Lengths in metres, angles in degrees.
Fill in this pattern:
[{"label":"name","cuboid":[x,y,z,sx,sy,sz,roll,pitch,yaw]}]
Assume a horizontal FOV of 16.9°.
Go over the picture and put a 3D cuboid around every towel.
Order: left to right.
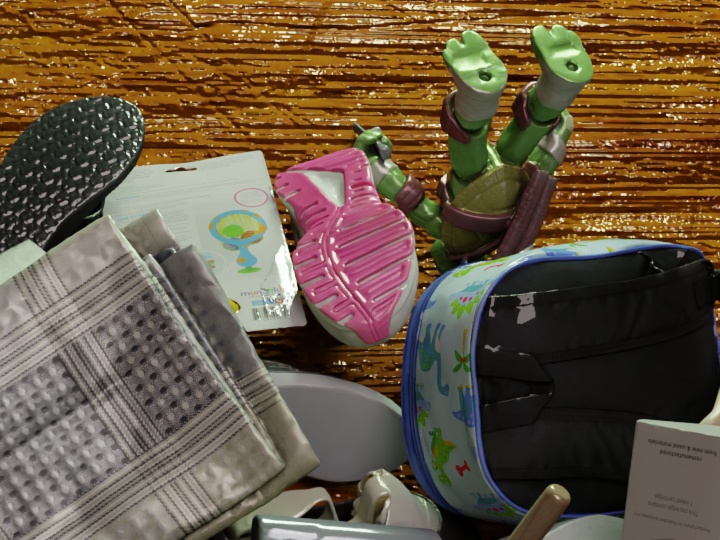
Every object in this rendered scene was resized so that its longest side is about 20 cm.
[{"label":"towel","cuboid":[-0.150,0.081,1.388,0.199,0.035,0.193,-32,74,-9]}]

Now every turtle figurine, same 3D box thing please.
[{"label":"turtle figurine","cuboid":[0.073,-0.100,1.638,0.143,0.194,0.201,19,50,-3]}]

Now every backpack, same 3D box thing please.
[{"label":"backpack","cuboid":[0.118,0.074,1.532,0.199,0.147,0.184,-2,89,-36]}]

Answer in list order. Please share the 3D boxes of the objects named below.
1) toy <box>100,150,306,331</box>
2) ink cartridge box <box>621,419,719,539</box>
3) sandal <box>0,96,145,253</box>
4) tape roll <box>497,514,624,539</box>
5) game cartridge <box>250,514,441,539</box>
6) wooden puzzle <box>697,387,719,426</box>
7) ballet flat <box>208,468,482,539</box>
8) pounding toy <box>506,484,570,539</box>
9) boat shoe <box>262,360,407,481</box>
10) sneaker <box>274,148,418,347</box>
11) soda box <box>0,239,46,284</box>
[{"label":"toy","cuboid":[-0.106,-0.003,1.582,0.114,0.047,0.200,-7,33,-7]},{"label":"ink cartridge box","cuboid":[0.222,0.194,1.397,0.146,0.083,0.202,7,90,-39]},{"label":"sandal","cuboid":[-0.213,-0.034,1.589,0.075,0.048,0.201,30,66,15]},{"label":"tape roll","cuboid":[0.135,0.250,1.446,0.199,0.066,0.202,15,66,-36]},{"label":"game cartridge","cuboid":[-0.005,0.248,1.429,0.132,0.040,0.201,7,76,-18]},{"label":"wooden puzzle","cuboid":[0.262,0.126,1.538,0.037,0.186,0.200,-2,27,25]},{"label":"ballet flat","cuboid":[-0.009,0.164,1.498,0.199,0.069,0.068,-8,39,-24]},{"label":"pounding toy","cuboid":[0.018,0.224,1.325,0.141,0.184,0.201,5,76,-15]},{"label":"boat shoe","cuboid":[-0.063,0.083,1.544,0.199,0.069,0.057,11,26,-13]},{"label":"sneaker","cuboid":[0.000,0.000,1.569,0.081,0.089,0.200,-17,29,2]},{"label":"soda box","cuboid":[-0.154,0.070,1.457,0.200,0.064,0.071,37,30,12]}]
